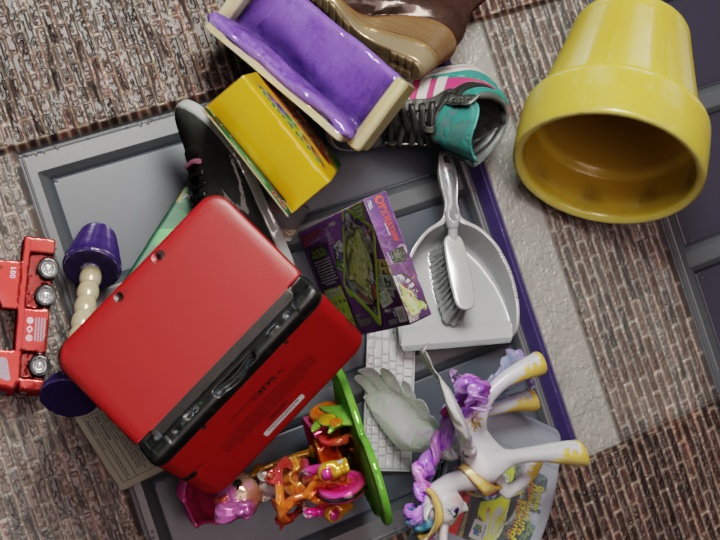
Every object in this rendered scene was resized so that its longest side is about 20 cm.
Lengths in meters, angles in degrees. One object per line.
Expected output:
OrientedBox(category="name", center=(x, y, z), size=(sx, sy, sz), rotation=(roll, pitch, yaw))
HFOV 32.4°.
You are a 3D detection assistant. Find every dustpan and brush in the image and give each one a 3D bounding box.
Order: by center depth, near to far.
OrientedBox(category="dustpan and brush", center=(0.095, -0.024, 1.297), size=(0.138, 0.057, 0.202), rotation=(-3, 74, -20))

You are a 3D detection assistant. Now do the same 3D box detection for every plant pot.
OrientedBox(category="plant pot", center=(0.275, -0.182, 1.318), size=(0.200, 0.201, 0.190), rotation=(23, 62, -15))

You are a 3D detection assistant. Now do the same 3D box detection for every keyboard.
OrientedBox(category="keyboard", center=(0.031, 0.107, 1.287), size=(0.056, 0.011, 0.202), rotation=(5, 82, -18))

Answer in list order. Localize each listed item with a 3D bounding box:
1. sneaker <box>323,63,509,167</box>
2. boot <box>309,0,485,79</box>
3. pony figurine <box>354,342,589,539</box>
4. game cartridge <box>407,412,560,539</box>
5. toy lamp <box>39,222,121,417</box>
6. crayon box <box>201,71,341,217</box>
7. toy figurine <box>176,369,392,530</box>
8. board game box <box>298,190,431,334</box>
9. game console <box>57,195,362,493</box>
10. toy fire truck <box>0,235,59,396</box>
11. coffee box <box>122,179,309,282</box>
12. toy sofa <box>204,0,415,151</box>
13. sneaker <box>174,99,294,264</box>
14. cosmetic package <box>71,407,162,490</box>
OrientedBox(category="sneaker", center=(0.072, -0.149, 1.269), size=(0.199, 0.121, 0.084), rotation=(-19, 125, -20))
OrientedBox(category="boot", center=(0.024, -0.293, 1.311), size=(0.199, 0.073, 0.167), rotation=(30, 54, 6))
OrientedBox(category="pony figurine", center=(0.104, 0.156, 1.214), size=(0.199, 0.166, 0.194), rotation=(-23, 88, -25))
OrientedBox(category="game cartridge", center=(0.133, 0.241, 1.294), size=(0.132, 0.041, 0.201), rotation=(26, 76, -18))
OrientedBox(category="toy lamp", center=(-0.251, 0.037, 1.129), size=(0.058, 0.058, 0.201), rotation=(13, 44, -17))
OrientedBox(category="crayon box", center=(-0.080, -0.124, 1.177), size=(0.051, 0.200, 0.127), rotation=(-38, 98, 9))
OrientedBox(category="toy figurine", center=(-0.080, 0.197, 1.162), size=(0.183, 0.200, 0.151), rotation=(-17, 112, -7))
OrientedBox(category="board game box", center=(0.000, 0.000, 1.189), size=(0.032, 0.200, 0.121), rotation=(-25, 93, -21))
OrientedBox(category="game console", center=(-0.125, 0.069, 1.075), size=(0.200, 0.172, 0.119), rotation=(-46, 57, -2))
OrientedBox(category="toy fire truck", center=(-0.354, 0.013, 1.147), size=(0.140, 0.049, 0.202), rotation=(6, 83, -18))
OrientedBox(category="coffee box", center=(-0.149, -0.010, 1.221), size=(0.123, 0.044, 0.201), rotation=(35, 74, -12))
OrientedBox(category="toy sofa", center=(-0.049, -0.209, 1.207), size=(0.200, 0.098, 0.083), rotation=(41, 100, 10))
OrientedBox(category="sneaker", center=(-0.146, -0.057, 1.166), size=(0.099, 0.071, 0.201), rotation=(-31, 98, -25))
OrientedBox(category="cosmetic package", center=(-0.158, 0.106, 1.144), size=(0.199, 0.073, 0.104), rotation=(-25, 121, -4))
